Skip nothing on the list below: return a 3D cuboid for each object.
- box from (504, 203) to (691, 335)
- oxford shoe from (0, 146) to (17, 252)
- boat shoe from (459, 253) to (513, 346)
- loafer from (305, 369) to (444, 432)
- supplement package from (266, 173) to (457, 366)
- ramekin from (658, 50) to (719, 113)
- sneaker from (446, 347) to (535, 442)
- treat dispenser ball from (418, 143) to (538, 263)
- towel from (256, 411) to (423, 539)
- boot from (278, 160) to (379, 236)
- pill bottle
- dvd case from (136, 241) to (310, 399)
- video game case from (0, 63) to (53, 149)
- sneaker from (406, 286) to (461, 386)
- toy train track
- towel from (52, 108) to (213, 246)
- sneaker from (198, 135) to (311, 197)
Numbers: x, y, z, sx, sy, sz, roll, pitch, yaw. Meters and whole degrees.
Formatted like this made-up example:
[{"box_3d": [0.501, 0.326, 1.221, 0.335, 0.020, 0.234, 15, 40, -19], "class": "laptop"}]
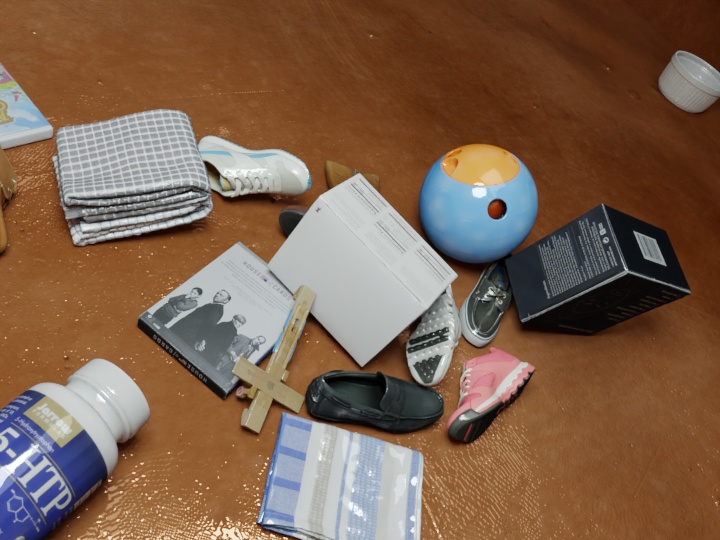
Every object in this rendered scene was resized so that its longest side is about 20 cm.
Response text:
[{"box_3d": [0.384, 0.009, 1.016, 0.199, 0.196, 0.125, 13, 56, -36], "class": "box"}, {"box_3d": [-0.473, -0.105, 0.796, 0.071, 0.071, 0.201, 9, 54, -55], "class": "oxford shoe"}, {"box_3d": [0.218, 0.041, 1.036, 0.068, 0.057, 0.200, 31, 45, 0], "class": "boat shoe"}, {"box_3d": [0.027, 0.169, 0.819, 0.199, 0.071, 0.068, 10, 48, -21], "class": "loafer"}, {"box_3d": [0.000, 0.000, 0.865, 0.200, 0.156, 0.111, 47, 38, 4], "class": "supplement package"}, {"box_3d": [1.050, -0.594, 1.975, 0.199, 0.105, 0.201, 15, 48, -17], "class": "ramekin"}, {"box_3d": [0.171, 0.175, 0.904, 0.087, 0.074, 0.200, 37, 40, 25], "class": "sneaker"}, {"box_3d": [0.198, -0.113, 1.055, 0.200, 0.201, 0.202, 14, 47, -16], "class": "treat dispenser ball"}, {"box_3d": [-0.015, 0.261, 0.748, 0.199, 0.024, 0.147, 20, 48, -12], "class": "towel"}, {"box_3d": [-0.044, -0.122, 1.032, 0.187, 0.069, 0.201, 10, 47, -17], "class": "boot"}, {"box_3d": [-0.310, 0.181, 0.599, 0.120, 0.120, 0.200, 38, 46, 6], "class": "pill bottle"}, {"box_3d": [-0.174, 0.058, 0.841, 0.150, 0.025, 0.200, 38, 45, 7], "class": "dvd case"}, {"box_3d": [-0.577, -0.231, 0.876, 0.182, 0.022, 0.200, 47, 47, 15], "class": "video game case"}, {"box_3d": [0.118, 0.097, 0.917, 0.081, 0.075, 0.200, 57, 30, -29], "class": "sneaker"}, {"box_3d": [-0.109, 0.110, 0.802, 0.115, 0.032, 0.201, 41, 56, -33], "class": "toy train track"}, {"box_3d": [-0.319, -0.139, 0.863, 0.199, 0.086, 0.166, -13, 58, -19], "class": "towel"}, {"box_3d": [-0.175, -0.147, 0.967, 0.199, 0.077, 0.081, 12, 47, 10], "class": "sneaker"}]
